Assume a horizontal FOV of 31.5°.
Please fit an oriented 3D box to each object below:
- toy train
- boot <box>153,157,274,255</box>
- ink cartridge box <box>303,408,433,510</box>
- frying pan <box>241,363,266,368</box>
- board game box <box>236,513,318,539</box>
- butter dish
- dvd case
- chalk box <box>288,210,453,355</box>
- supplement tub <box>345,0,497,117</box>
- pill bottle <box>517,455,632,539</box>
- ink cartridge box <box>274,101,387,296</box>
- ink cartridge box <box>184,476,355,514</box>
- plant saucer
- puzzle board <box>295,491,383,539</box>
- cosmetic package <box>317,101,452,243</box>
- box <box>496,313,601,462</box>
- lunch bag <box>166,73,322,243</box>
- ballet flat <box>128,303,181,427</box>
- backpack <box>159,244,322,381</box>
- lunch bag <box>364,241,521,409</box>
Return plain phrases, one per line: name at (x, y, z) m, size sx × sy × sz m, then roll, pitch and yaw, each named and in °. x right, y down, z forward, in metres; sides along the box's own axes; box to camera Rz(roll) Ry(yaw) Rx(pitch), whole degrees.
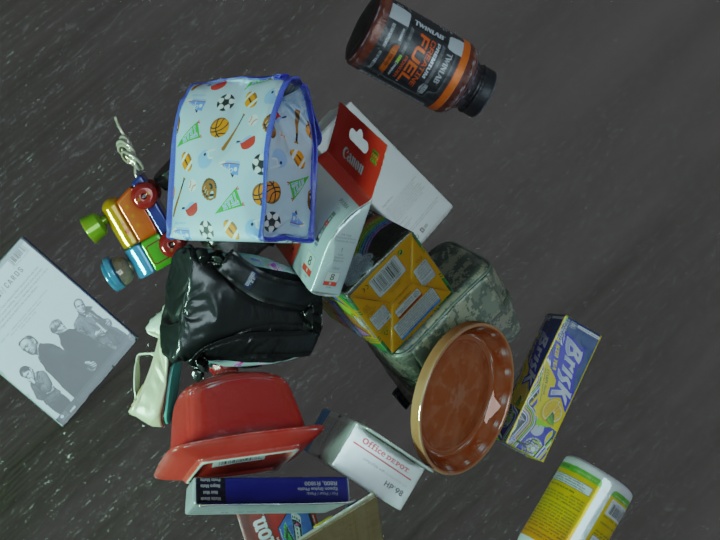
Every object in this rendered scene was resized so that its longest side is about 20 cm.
toy train at (-0.311, -0.081, 1.639) m, size 0.115 × 0.085 × 0.201 m, roll -30°, pitch 99°, yaw -1°
boot at (-0.163, -0.106, 1.686) m, size 0.200 × 0.069 × 0.175 m, roll -44°, pitch 109°, yaw -21°
ink cartridge box at (0.006, 0.247, 1.671) m, size 0.115 × 0.200 × 0.067 m, roll 35°, pitch 81°, yaw -14°
frying pan at (-0.178, 0.047, 1.700) m, size 0.190 × 0.031 × 0.115 m, roll 45°, pitch 74°, yaw -3°
board game box at (-0.095, 0.397, 1.736) m, size 0.102 × 0.019 × 0.202 m, roll -18°, pitch 96°, yaw -15°
butter dish at (-0.166, 0.182, 1.640) m, size 0.198 × 0.200 × 0.149 m, roll -5°, pitch 72°, yaw -19°
dvd case at (-0.407, 0.078, 1.634) m, size 0.200 × 0.025 × 0.151 m, roll 43°, pitch 79°, yaw -12°
chalk box at (0.000, 0.000, 1.680) m, size 0.125 × 0.200 × 0.124 m, roll -44°, pitch 126°, yaw -11°
supplement tub at (0.086, -0.285, 1.738) m, size 0.199 × 0.107 × 0.108 m, roll 25°, pitch 83°, yaw -16°
pill bottle at (0.290, 0.374, 1.805) m, size 0.111 × 0.111 × 0.201 m, roll 35°, pitch 81°, yaw -14°
ink cartridge box at (-0.043, -0.092, 1.579) m, size 0.050 × 0.162 × 0.202 m, roll 5°, pitch 114°, yaw -27°
ink cartridge box at (-0.119, 0.284, 1.619) m, size 0.197 × 0.200 × 0.041 m, roll 2°, pitch 76°, yaw -13°
plant saucer at (0.129, 0.163, 1.650) m, size 0.199 × 0.032 × 0.202 m, roll -18°, pitch 115°, yaw -44°
puzzle board at (-0.038, 0.372, 1.667) m, size 0.150 × 0.201 × 0.017 m, roll -29°, pitch 55°, yaw -15°
cosmetic package at (0.015, -0.124, 1.719) m, size 0.200 × 0.108 × 0.085 m, roll 46°, pitch 78°, yaw -14°
box at (0.264, 0.165, 1.820) m, size 0.070 × 0.064 × 0.201 m, roll 28°, pitch 82°, yaw -15°
lunch bag at (-0.140, -0.135, 1.555) m, size 0.123 × 0.169 × 0.202 m, roll 0°, pitch 91°, yaw -56°
ballet flat at (-0.257, 0.102, 1.664) m, size 0.069 × 0.069 × 0.202 m, roll 16°, pitch 87°, yaw -16°
backpack at (-0.147, 0.045, 1.611) m, size 0.198 × 0.126 × 0.168 m, roll 5°, pitch 106°, yaw -31°
lunch bag at (0.115, 0.089, 1.736) m, size 0.200 × 0.139 × 0.168 m, roll -43°, pitch 123°, yaw -12°
